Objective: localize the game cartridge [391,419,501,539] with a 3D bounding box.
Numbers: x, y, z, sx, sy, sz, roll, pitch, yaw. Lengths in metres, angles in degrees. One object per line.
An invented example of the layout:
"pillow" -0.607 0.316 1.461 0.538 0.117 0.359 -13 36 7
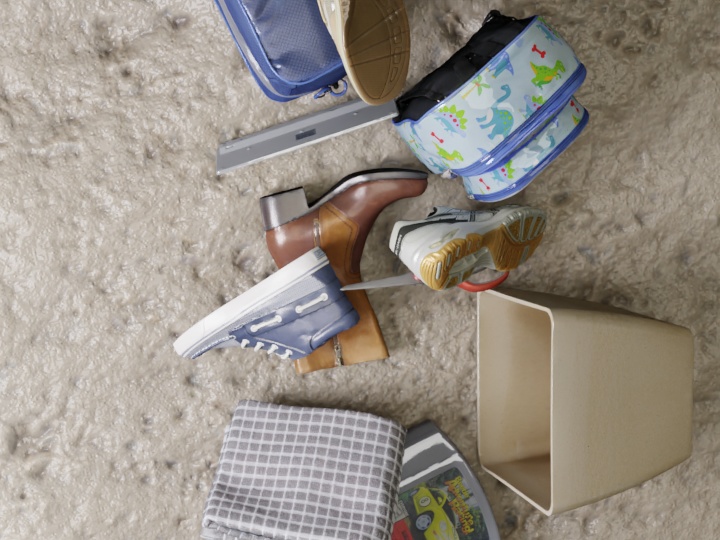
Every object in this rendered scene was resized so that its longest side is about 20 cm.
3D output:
"game cartridge" 0.078 0.275 1.317 0.132 0.041 0.202 -27 98 -6

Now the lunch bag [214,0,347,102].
"lunch bag" -0.065 -0.267 1.197 0.135 0.132 0.202 -27 96 -10

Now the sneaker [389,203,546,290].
"sneaker" 0.114 -0.043 1.244 0.199 0.087 0.076 -13 127 -44

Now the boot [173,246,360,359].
"boot" -0.100 0.063 1.233 0.199 0.073 0.091 -31 91 23

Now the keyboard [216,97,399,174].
"keyboard" -0.057 -0.143 1.237 0.198 0.057 0.011 -18 128 4

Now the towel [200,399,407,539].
"towel" -0.059 0.223 1.223 0.197 0.086 0.167 7 54 6

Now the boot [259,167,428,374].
"boot" 0.000 0.000 1.263 0.186 0.068 0.203 -15 98 -4

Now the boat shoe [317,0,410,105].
"boat shoe" -0.007 -0.255 1.111 0.072 0.065 0.202 -26 114 -16

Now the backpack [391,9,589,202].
"backpack" 0.140 -0.164 1.193 0.183 0.200 0.147 -42 98 -1

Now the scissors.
"scissors" 0.073 0.010 1.240 0.199 0.014 0.073 -22 64 -36

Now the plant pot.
"plant pot" 0.238 0.122 1.245 0.175 0.200 0.203 -3 97 -15
